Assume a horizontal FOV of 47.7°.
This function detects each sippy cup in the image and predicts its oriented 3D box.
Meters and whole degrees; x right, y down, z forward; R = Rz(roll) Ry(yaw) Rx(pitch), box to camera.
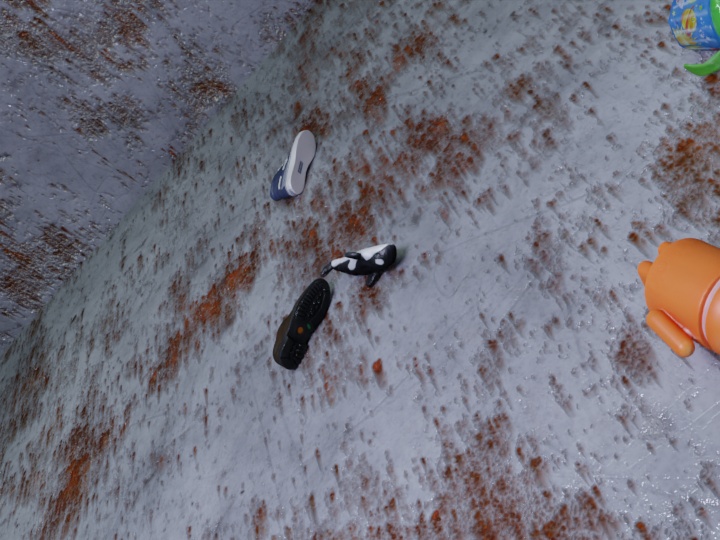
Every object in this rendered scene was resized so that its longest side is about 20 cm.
[{"bbox_3d":[0.552,-0.397,1.250,0.176,0.141,0.130,-34,16,-16],"label":"sippy cup"}]

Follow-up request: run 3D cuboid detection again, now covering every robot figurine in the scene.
[{"bbox_3d":[0.429,0.034,0.992,0.200,0.141,0.119,-140,50,-59],"label":"robot figurine"}]

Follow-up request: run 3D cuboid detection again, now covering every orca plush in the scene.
[{"bbox_3d":[0.000,0.000,1.638,0.197,0.104,0.073,-12,83,33],"label":"orca plush"}]

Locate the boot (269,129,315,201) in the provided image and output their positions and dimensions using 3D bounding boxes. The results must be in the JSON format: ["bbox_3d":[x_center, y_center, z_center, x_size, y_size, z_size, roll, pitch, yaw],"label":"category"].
[{"bbox_3d":[-0.184,-0.279,2.150,0.089,0.073,0.203,-13,50,39],"label":"boot"}]

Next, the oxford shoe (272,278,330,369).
[{"bbox_3d":[-0.132,0.103,1.711,0.084,0.072,0.202,11,68,58],"label":"oxford shoe"}]
